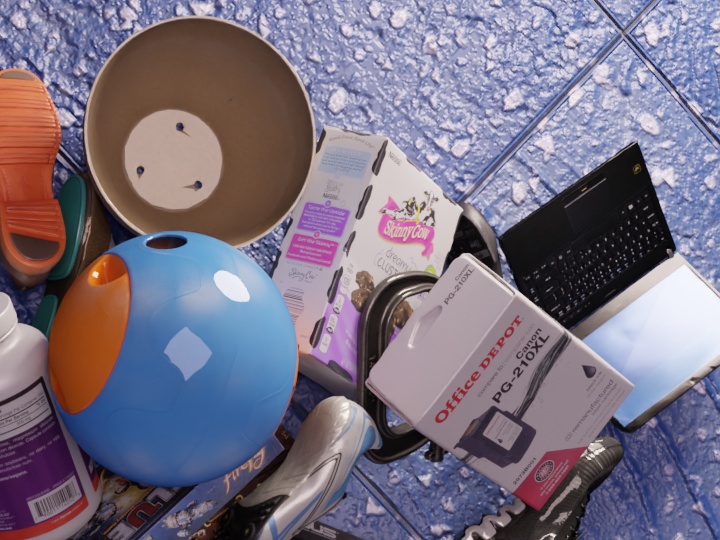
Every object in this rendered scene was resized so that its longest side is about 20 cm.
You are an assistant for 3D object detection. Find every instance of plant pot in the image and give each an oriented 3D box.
[{"bbox_3d":[-0.151,-0.106,1.544,0.198,0.134,0.203,2,82,-17],"label":"plant pot"}]

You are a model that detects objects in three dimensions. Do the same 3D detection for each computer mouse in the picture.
[{"bbox_3d":[0.128,0.028,1.661,0.034,0.058,0.202,-25,95,-45],"label":"computer mouse"}]

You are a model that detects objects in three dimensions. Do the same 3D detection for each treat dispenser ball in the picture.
[{"bbox_3d":[-0.148,0.070,1.411,0.199,0.201,0.203,2,83,-17],"label":"treat dispenser ball"}]

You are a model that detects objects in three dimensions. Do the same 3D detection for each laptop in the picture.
[{"bbox_3d":[0.253,0.015,1.668,0.177,0.103,0.201,-34,117,-19],"label":"laptop"}]

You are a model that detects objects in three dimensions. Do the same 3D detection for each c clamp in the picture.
[{"bbox_3d":[0.054,0.088,1.582,0.170,0.027,0.202,-22,119,-39],"label":"c clamp"}]

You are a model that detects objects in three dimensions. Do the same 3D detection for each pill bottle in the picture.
[{"bbox_3d":[-0.291,0.123,1.452,0.112,0.112,0.202,-24,116,-18],"label":"pill bottle"}]

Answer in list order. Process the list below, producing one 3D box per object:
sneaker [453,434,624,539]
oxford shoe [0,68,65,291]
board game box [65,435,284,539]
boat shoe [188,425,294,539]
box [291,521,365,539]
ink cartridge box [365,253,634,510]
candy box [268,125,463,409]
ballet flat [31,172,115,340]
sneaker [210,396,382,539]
[{"bbox_3d":[0.176,0.235,1.631,0.199,0.067,0.091,-35,70,-14],"label":"sneaker"},{"bbox_3d":[-0.298,-0.079,1.534,0.071,0.073,0.202,4,63,-22],"label":"oxford shoe"},{"bbox_3d":[-0.175,0.187,1.502,0.200,0.135,0.035,-42,121,-17],"label":"board game box"},{"bbox_3d":[-0.129,0.211,1.547,0.200,0.070,0.070,-41,92,-17],"label":"boat shoe"},{"bbox_3d":[0.002,0.303,1.537,0.199,0.162,0.049,24,117,-14],"label":"box"},{"bbox_3d":[0.123,0.099,1.547,0.145,0.084,0.200,-52,131,2],"label":"ink cartridge box"},{"bbox_3d":[0.000,0.000,1.565,0.168,0.071,0.202,37,69,-55],"label":"candy box"},{"bbox_3d":[-0.243,0.019,1.544,0.072,0.068,0.202,18,78,-35],"label":"ballet flat"},{"bbox_3d":[-0.057,0.199,1.502,0.072,0.072,0.200,41,89,-29],"label":"sneaker"}]
